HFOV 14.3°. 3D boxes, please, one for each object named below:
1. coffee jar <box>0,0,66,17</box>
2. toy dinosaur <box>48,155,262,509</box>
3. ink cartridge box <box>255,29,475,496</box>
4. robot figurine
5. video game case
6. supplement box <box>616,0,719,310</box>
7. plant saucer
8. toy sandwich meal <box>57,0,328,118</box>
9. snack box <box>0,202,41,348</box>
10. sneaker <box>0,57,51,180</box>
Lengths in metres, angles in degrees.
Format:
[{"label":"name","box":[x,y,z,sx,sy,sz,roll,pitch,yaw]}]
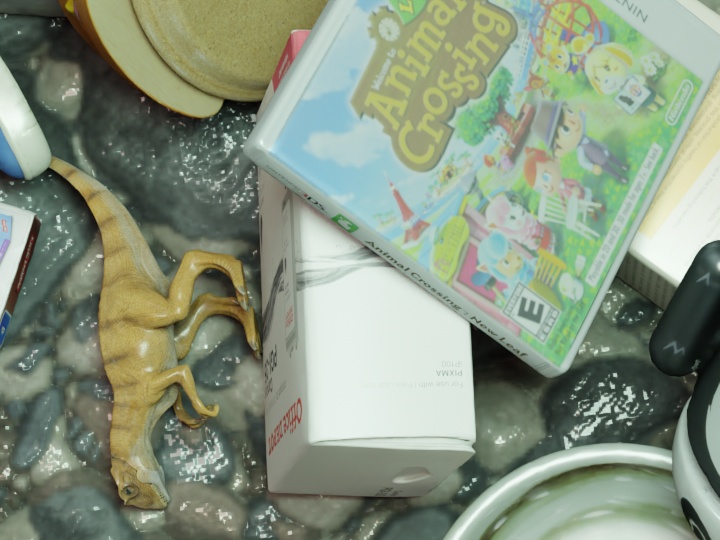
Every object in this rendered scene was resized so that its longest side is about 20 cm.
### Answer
[{"label":"coffee jar","box":[-0.159,-0.236,1.488,0.104,0.085,0.201,4,77,11]},{"label":"toy dinosaur","box":[-0.108,0.016,1.440,0.106,0.060,0.201,-10,76,2]},{"label":"ink cartridge box","box":[0.000,0.000,1.388,0.082,0.147,0.201,0,76,-10]},{"label":"robot figurine","box":[0.218,0.060,1.300,0.124,0.200,0.151,-1,51,-26]},{"label":"video game case","box":[0.063,-0.081,1.338,0.182,0.022,0.201,36,64,-14]},{"label":"supplement box","box":[0.163,-0.054,1.435,0.200,0.074,0.126,37,81,10]},{"label":"plant saucer","box":[0.125,0.186,1.393,0.199,0.050,0.201,-1,77,3]},{"label":"toy sandwich meal","box":[-0.062,-0.173,1.442,0.070,0.205,0.206,17,75,44]},{"label":"snack box","box":[-0.226,0.057,1.455,0.072,0.024,0.201,16,78,7]},{"label":"sneaker","box":[-0.251,-0.098,1.463,0.111,0.077,0.200,-38,74,-12]}]
